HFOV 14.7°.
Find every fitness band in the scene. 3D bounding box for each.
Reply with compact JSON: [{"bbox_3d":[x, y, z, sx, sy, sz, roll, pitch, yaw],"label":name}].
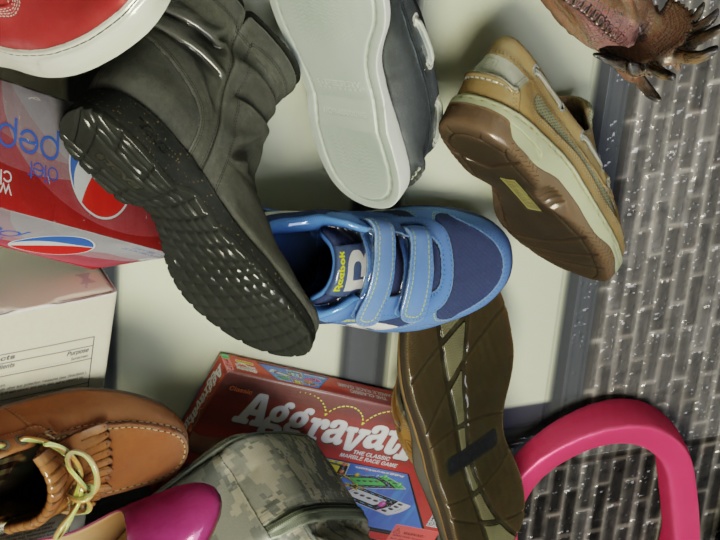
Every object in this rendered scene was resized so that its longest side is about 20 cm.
[{"bbox_3d":[0.148,0.164,1.799,0.143,0.037,0.201,-19,133,-9],"label":"fitness band"}]

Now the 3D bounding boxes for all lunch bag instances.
[{"bbox_3d":[-0.073,0.213,1.615,0.200,0.168,0.139,-38,163,12],"label":"lunch bag"}]

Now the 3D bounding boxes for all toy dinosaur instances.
[{"bbox_3d":[0.129,-0.145,1.456,0.086,0.200,0.136,-17,96,26],"label":"toy dinosaur"}]

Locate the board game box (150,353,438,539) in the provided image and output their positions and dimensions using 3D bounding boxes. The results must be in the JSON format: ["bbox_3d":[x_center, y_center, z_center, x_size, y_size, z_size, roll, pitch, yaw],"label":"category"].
[{"bbox_3d":[-0.019,0.112,1.699,0.199,0.019,0.103,14,121,-30],"label":"board game box"}]

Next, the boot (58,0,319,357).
[{"bbox_3d":[-0.061,-0.061,1.451,0.068,0.131,0.200,-5,133,43],"label":"boot"}]

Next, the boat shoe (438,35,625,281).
[{"bbox_3d":[0.111,-0.063,1.571,0.076,0.071,0.200,-66,151,-17],"label":"boat shoe"}]

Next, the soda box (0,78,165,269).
[{"bbox_3d":[-0.177,-0.051,1.414,0.063,0.070,0.200,-8,165,35],"label":"soda box"}]

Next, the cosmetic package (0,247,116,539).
[{"bbox_3d":[-0.204,0.076,1.552,0.105,0.071,0.201,-9,131,-28],"label":"cosmetic package"}]

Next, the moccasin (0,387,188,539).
[{"bbox_3d":[-0.177,0.108,1.483,0.201,0.078,0.074,-1,127,-39],"label":"moccasin"}]

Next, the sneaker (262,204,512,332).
[{"bbox_3d":[0.000,0.000,1.557,0.199,0.082,0.074,-1,93,-23],"label":"sneaker"}]

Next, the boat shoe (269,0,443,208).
[{"bbox_3d":[0.000,-0.128,1.479,0.060,0.075,0.201,-49,147,-38],"label":"boat shoe"}]

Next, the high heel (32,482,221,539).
[{"bbox_3d":[-0.172,0.163,1.525,0.200,0.068,0.096,-38,127,16],"label":"high heel"}]

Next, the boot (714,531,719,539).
[{"bbox_3d":[0.335,0.154,1.840,0.198,0.073,0.163,17,117,-31],"label":"boot"}]

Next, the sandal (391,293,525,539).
[{"bbox_3d":[0.054,0.085,1.672,0.082,0.054,0.201,-30,123,-30],"label":"sandal"}]

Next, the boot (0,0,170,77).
[{"bbox_3d":[-0.189,-0.159,1.309,0.144,0.199,0.073,43,61,-39],"label":"boot"}]
